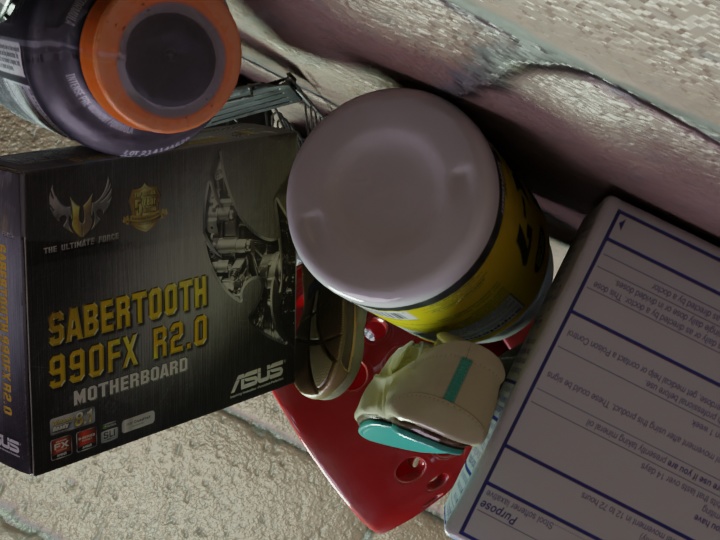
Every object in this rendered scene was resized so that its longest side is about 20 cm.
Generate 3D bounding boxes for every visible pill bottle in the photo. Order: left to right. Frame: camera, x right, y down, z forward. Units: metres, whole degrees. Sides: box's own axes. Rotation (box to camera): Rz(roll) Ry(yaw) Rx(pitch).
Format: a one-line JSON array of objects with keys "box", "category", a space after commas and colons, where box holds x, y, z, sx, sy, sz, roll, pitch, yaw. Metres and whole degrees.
[{"box": [-0.129, -0.116, 0.663, 0.106, 0.107, 0.200, 28, 178, -30], "category": "pill bottle"}, {"box": [0.045, -0.020, 0.739, 0.114, 0.115, 0.200, 26, 178, 22], "category": "pill bottle"}]

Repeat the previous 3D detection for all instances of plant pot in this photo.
[{"box": [0.035, 0.060, 0.951, 0.201, 0.182, 0.200, 55, -178, -2], "category": "plant pot"}]

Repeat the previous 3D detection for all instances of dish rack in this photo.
[{"box": [-0.087, -0.075, 0.894, 0.153, 0.055, 0.200, -16, 169, 7], "category": "dish rack"}]

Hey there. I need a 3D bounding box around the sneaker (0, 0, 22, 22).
[{"box": [-0.182, -0.166, 0.581, 0.087, 0.076, 0.200, 34, 175, -26], "category": "sneaker"}]

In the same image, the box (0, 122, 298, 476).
[{"box": [-0.117, 0.007, 0.720, 0.048, 0.159, 0.200, 14, -162, 37], "category": "box"}]

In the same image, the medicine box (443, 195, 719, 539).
[{"box": [0.166, 0.090, 0.704, 0.182, 0.201, 0.103, 27, 178, 4], "category": "medicine box"}]

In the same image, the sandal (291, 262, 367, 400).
[{"box": [0.000, 0.000, 0.845, 0.054, 0.201, 0.080, 24, 141, -22], "category": "sandal"}]

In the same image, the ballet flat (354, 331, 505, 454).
[{"box": [0.039, 0.068, 0.723, 0.069, 0.070, 0.200, 27, 170, -4], "category": "ballet flat"}]

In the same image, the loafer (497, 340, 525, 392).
[{"box": [0.145, 0.052, 0.809, 0.199, 0.070, 0.075, -8, 163, -8], "category": "loafer"}]

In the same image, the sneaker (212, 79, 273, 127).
[{"box": [-0.159, -0.143, 0.976, 0.199, 0.076, 0.091, 23, 168, 13], "category": "sneaker"}]

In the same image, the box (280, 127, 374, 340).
[{"box": [-0.014, -0.007, 1.118, 0.199, 0.104, 0.148, 26, -140, -10], "category": "box"}]
